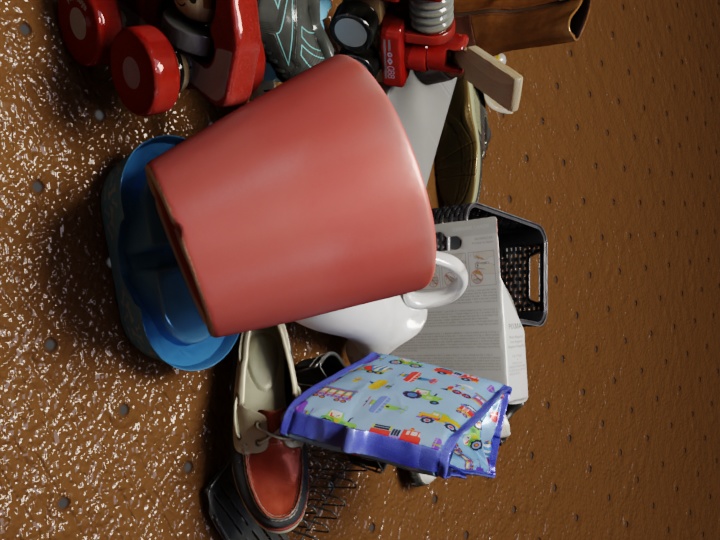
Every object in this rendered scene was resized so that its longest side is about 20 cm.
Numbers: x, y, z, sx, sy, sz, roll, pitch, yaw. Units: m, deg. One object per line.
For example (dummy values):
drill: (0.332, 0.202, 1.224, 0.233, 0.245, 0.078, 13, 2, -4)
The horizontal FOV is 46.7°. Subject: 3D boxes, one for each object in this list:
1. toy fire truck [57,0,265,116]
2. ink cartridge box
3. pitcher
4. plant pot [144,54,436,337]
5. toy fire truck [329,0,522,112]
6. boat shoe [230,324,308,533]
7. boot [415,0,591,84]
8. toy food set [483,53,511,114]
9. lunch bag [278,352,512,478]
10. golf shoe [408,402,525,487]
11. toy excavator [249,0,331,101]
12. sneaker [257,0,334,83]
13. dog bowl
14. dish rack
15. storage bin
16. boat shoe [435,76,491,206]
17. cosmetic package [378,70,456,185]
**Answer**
toy fire truck: (-0.149, -0.227, 0.653, 0.111, 0.200, 0.169, -22, 142, -41)
ink cartridge box: (0.106, 0.050, 0.958, 0.057, 0.161, 0.203, 7, 81, -50)
pitcher: (0.000, 0.000, 0.838, 0.200, 0.171, 0.122, 44, 22, -39)
plant pot: (-0.062, -0.046, 0.657, 0.175, 0.200, 0.203, -22, 105, -15)
toy fire truck: (0.071, -0.246, 0.815, 0.177, 0.197, 0.130, 84, 22, -54)
boat shoe: (-0.082, 0.131, 0.756, 0.070, 0.063, 0.202, -1, 62, -15)
boot: (0.158, -0.304, 0.903, 0.068, 0.198, 0.190, 42, 55, -35)
toy food set: (0.181, -0.323, 1.094, 0.144, 0.060, 0.202, -80, 162, -59)
lunch bag: (0.033, 0.135, 0.739, 0.200, 0.149, 0.095, 9, 92, -66)
golf shoe: (0.130, 0.192, 1.025, 0.200, 0.094, 0.079, -40, 116, -42)
toy excavator: (-0.092, -0.196, 0.814, 0.194, 0.099, 0.202, -42, 125, -42)
sneaker: (-0.068, -0.207, 0.731, 0.079, 0.075, 0.202, -23, 120, -23)
dog bowl: (-0.167, -0.013, 0.730, 0.111, 0.049, 0.203, -15, 97, -49)
dish rack: (-0.061, 0.199, 0.830, 0.200, 0.054, 0.154, -51, 122, -38)
storage bin: (0.153, -0.001, 1.073, 0.199, 0.093, 0.137, 12, 77, -49)
boat shoe: (0.141, -0.174, 1.091, 0.064, 0.073, 0.203, 5, 82, -44)
cosmetic package: (0.040, -0.191, 0.967, 0.107, 0.089, 0.202, 41, 60, -39)
